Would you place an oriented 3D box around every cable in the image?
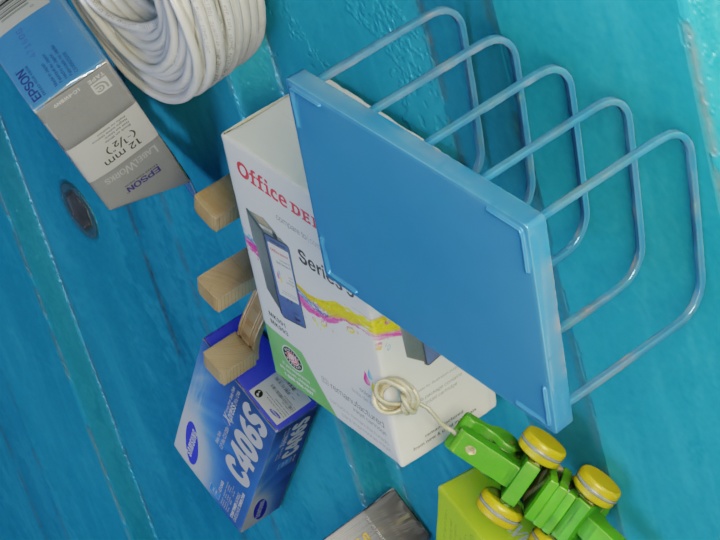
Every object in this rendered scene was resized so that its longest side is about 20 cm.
[{"bbox_3d":[-0.140,-0.209,1.628,0.200,0.069,0.200,51,155,14],"label":"cable"}]

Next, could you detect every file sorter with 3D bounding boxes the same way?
[{"bbox_3d":[0.075,-0.037,1.357,0.200,0.122,0.140,33,145,42],"label":"file sorter"}]

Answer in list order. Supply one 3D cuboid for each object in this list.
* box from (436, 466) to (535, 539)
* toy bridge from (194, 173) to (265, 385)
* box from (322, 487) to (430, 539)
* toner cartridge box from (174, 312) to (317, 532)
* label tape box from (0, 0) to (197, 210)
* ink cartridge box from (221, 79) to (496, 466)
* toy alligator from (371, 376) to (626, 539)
[{"bbox_3d":[0.120,0.236,1.655,0.200,0.047,0.122,50,155,33],"label":"box"},{"bbox_3d":[-0.081,0.002,1.761,0.027,0.067,0.201,44,153,28],"label":"toy bridge"},{"bbox_3d":[-0.042,0.254,1.871,0.048,0.158,0.200,50,155,11],"label":"box"},{"bbox_3d":[-0.091,0.121,1.947,0.095,0.043,0.200,52,155,17],"label":"toner cartridge box"},{"bbox_3d":[-0.196,-0.120,1.754,0.144,0.066,0.200,53,175,34],"label":"label tape box"},{"bbox_3d":[0.000,0.000,1.585,0.145,0.087,0.201,34,145,42],"label":"ink cartridge box"},{"bbox_3d":[0.094,0.121,1.552,0.199,0.059,0.054,35,-166,0],"label":"toy alligator"}]
